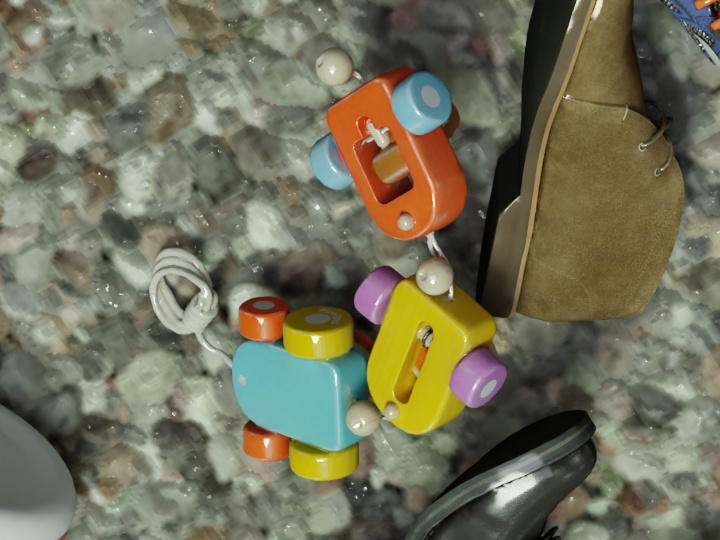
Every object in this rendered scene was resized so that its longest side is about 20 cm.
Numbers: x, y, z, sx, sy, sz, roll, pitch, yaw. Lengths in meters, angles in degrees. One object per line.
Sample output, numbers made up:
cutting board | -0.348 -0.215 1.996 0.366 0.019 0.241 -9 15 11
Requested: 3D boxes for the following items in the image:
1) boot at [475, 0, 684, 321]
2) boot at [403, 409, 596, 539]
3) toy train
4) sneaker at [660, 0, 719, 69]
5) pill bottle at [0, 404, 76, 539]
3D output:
boot | 0.099 -0.064 1.081 0.075 0.074 0.201 9 127 -1
boot | 0.077 0.172 1.117 0.174 0.069 0.200 47 122 6
toy train | 0.000 0.000 1.113 0.200 0.055 0.151 -37 80 46
sneaker | 0.172 -0.094 1.061 0.200 0.078 0.075 44 108 -6
pill bottle | -0.214 0.156 1.182 0.115 0.116 0.201 29 110 -1
